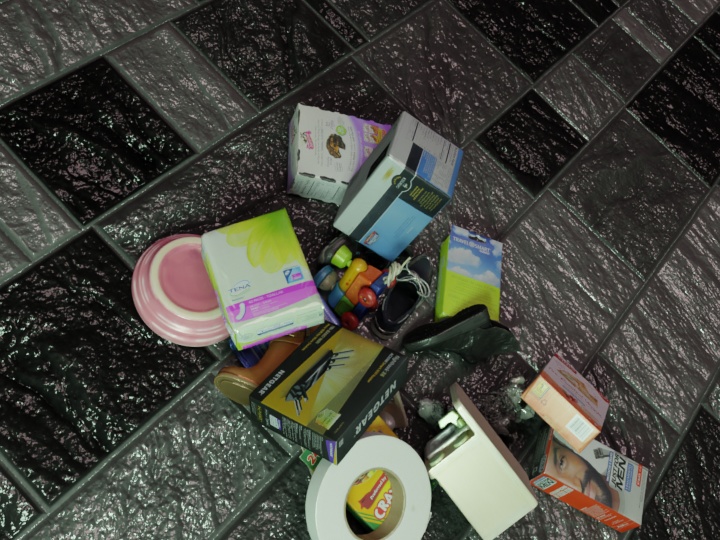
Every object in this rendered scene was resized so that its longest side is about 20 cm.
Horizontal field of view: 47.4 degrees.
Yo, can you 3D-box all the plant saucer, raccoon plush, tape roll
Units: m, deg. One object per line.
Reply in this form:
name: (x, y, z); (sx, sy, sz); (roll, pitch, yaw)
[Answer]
plant saucer: (-0.273, 0.023, 1.348); (0.197, 0.051, 0.204); (10, 59, -17)
raccoon plush: (0.210, 0.222, 1.426); (0.198, 0.097, 0.135); (29, 46, -6)
tape roll: (0.015, 0.339, 1.197); (0.200, 0.037, 0.207); (0, 89, -31)

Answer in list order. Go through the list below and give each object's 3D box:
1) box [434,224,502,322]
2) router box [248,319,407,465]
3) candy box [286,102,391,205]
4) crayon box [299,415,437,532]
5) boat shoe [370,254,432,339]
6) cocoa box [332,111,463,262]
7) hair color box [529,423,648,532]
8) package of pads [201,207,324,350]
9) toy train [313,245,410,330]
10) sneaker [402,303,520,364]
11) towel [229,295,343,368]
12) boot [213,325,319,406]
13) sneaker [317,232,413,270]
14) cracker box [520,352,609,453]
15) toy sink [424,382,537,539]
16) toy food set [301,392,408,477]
box: (0.207, 0.023, 1.561); (0.120, 0.048, 0.203); (19, 56, -14)
router box: (-0.044, 0.173, 1.214); (0.155, 0.053, 0.200); (21, 42, 25)
candy box: (-0.039, -0.214, 1.575); (0.197, 0.072, 0.170); (11, 58, -19)
crayon box: (0.015, 0.305, 1.247); (0.127, 0.051, 0.201); (-49, 111, -21)
boat shoe: (0.084, 0.036, 1.489); (0.075, 0.062, 0.200); (39, 54, 3)
cocoa box: (0.065, -0.140, 1.414); (0.130, 0.200, 0.135); (30, 46, -12)
hair color box: (0.402, 0.360, 1.442); (0.198, 0.064, 0.112); (27, 55, -5)
package of pads: (-0.159, 0.013, 1.298); (0.152, 0.069, 0.202); (-17, 60, -12)
toy train: (0.000, 0.000, 1.387); (0.115, 0.201, 0.085); (42, 43, 7)
sneaker: (0.181, 0.131, 1.470); (0.197, 0.060, 0.106); (-23, 112, -2)
towel: (-0.107, 0.128, 1.376); (0.199, 0.024, 0.145); (-32, 79, -34)
boot: (-0.136, 0.138, 1.304); (0.198, 0.073, 0.157); (21, 57, -31)
sneaker: (0.015, -0.036, 1.494); (0.198, 0.076, 0.080); (-19, 73, -31)
cracker box: (0.362, 0.226, 1.437); (0.134, 0.058, 0.200); (43, 18, 12)
toy sink: (0.170, 0.300, 1.297); (0.112, 0.130, 0.201); (-37, 93, 6)
toy food set: (-0.015, 0.236, 1.288); (0.199, 0.060, 0.146); (-32, 113, -35)
